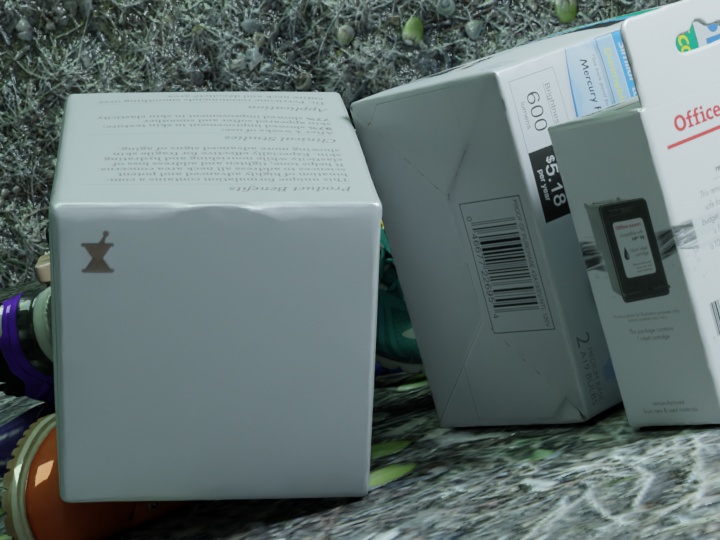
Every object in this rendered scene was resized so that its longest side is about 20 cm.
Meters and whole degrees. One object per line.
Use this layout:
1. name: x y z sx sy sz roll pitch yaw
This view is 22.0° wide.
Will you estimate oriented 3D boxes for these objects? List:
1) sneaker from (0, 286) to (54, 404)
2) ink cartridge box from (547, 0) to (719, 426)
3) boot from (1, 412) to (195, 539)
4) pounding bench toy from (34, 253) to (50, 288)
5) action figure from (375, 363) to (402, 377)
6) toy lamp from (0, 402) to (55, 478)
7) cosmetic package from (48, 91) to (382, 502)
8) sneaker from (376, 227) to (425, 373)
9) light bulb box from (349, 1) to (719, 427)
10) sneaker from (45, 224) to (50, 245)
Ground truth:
1. sneaker: -0.203 0.063 1.285 0.099 0.070 0.200 -12 -26 20
2. ink cartridge box: 0.169 -0.034 0.937 0.115 0.201 0.067 -21 8 -39
3. boot: -0.118 0.108 1.058 0.107 0.075 0.200 -6 11 30
4. pounding bench toy: -0.135 0.022 1.423 0.199 0.157 0.124 -17 6 -7
5. action figure: 0.026 0.047 1.220 0.199 0.066 0.099 -14 0 29
6. toy lamp: -0.159 0.106 1.229 0.199 0.059 0.058 -12 8 23
7. cosmetic package: -0.083 0.007 1.016 0.166 0.167 0.200 0 21 -6
8. sneaker: 0.000 0.000 1.153 0.199 0.080 0.078 25 66 24
9. light bulb box: 0.125 -0.036 1.066 0.199 0.199 0.124 -23 11 -39
10. sneaker: -0.148 -0.002 1.179 0.115 0.076 0.200 5 -42 -19
